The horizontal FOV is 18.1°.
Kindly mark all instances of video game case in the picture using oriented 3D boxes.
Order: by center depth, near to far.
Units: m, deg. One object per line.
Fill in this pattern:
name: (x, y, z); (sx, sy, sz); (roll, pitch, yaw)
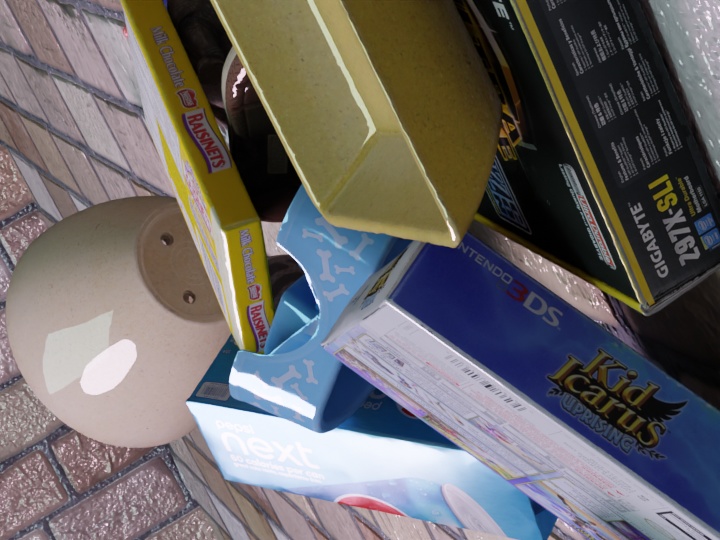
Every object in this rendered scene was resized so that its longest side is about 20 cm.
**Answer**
video game case: (0.087, 0.063, 0.935); (0.200, 0.046, 0.181); (36, 168, -3)

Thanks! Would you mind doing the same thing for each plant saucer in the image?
plant saucer: (-0.015, -0.112, 0.869); (0.201, 0.048, 0.200); (63, 169, -10)

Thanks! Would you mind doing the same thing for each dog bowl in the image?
dog bowl: (0.000, 0.000, 1.090); (0.049, 0.111, 0.201); (35, 134, 14)

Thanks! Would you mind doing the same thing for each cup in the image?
cup: (-0.160, 0.020, 1.775); (0.201, 0.200, 0.143); (58, 142, 5)

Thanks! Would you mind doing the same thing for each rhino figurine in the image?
rhino figurine: (-0.077, -0.141, 1.265); (0.088, 0.059, 0.201); (-112, 5, -47)

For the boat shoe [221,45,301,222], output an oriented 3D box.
boat shoe: (-0.039, -0.105, 1.172); (0.203, 0.074, 0.075); (112, 158, -59)

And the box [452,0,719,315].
box: (0.054, -0.096, 0.856); (0.201, 0.049, 0.160); (65, 169, -23)

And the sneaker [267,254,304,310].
sneaker: (-0.005, 0.051, 1.413); (0.200, 0.074, 0.088); (48, 165, 27)

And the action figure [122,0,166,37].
action figure: (-0.115, -0.142, 1.466); (0.200, 0.052, 0.066); (40, 154, 53)

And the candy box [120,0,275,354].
candy box: (-0.088, -0.056, 1.220); (0.103, 0.026, 0.201); (87, 164, -47)

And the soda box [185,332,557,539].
soda box: (0.014, 0.082, 1.184); (0.199, 0.064, 0.068); (9, 139, 31)
